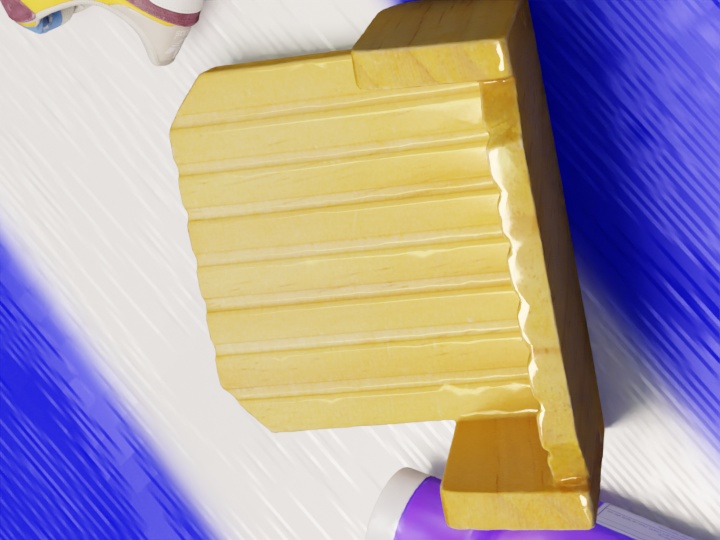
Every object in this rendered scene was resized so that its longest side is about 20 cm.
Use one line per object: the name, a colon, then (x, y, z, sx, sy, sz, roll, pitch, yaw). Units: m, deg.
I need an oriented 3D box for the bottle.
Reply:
bottle: (0.099, 0.143, 1.139, 0.200, 0.065, 0.084, 20, 114, 22)

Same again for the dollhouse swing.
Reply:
dollhouse swing: (0.000, 0.000, 1.095, 0.175, 0.182, 0.201, -8, 103, 9)

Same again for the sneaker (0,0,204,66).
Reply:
sneaker: (-0.160, -0.157, 1.176, 0.200, 0.075, 0.090, 23, 110, 21)
